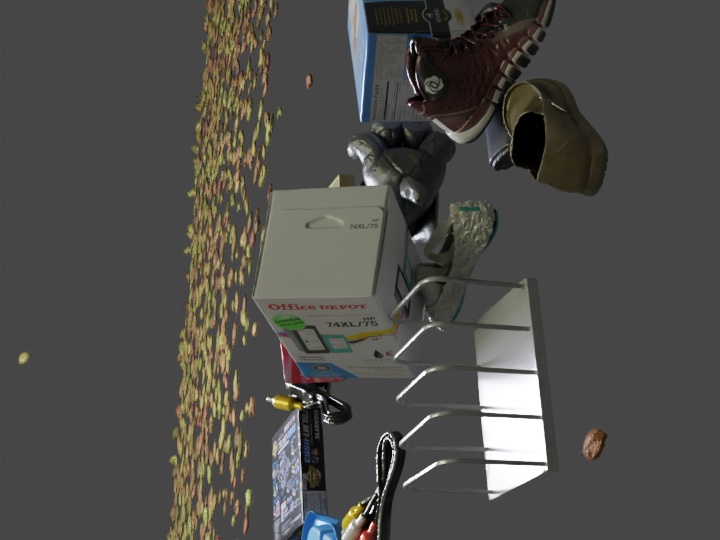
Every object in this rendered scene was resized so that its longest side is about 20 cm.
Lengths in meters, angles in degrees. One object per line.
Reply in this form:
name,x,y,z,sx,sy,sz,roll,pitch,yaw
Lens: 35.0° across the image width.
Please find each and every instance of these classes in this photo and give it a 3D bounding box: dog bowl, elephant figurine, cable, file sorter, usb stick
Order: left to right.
cable,-0.061,0.212,1.804,0.199,0.097,0.051,19,115,52
dog bowl,-0.040,0.422,1.691,0.200,0.049,0.113,174,100,-73
cable,0.018,0.311,1.510,0.097,0.050,0.201,-119,37,-52
elephant figurine,0.050,-0.085,1.455,0.141,0.155,0.201,30,138,23
file sorter,0.109,0.122,1.177,0.139,0.123,0.202,128,142,-61
usb stick,0.152,-0.206,1.271,0.056,0.032,0.202,124,146,-59

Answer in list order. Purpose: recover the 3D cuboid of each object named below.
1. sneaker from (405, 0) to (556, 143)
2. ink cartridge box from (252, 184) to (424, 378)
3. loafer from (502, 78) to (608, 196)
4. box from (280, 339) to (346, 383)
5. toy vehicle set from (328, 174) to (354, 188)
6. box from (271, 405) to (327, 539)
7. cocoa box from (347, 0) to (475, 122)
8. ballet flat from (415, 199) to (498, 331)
sneaker,0.116,-0.240,1.196,0.201,0.115,0.076,-61,21,13
ink cartridge box,-0.018,0.017,1.328,0.200,0.145,0.147,63,-149,-55
loafer,0.177,-0.139,1.119,0.200,0.067,0.077,-118,37,-59
box,-0.061,0.056,1.659,0.100,0.095,0.202,-21,-74,-70
toy vehicle set,-0.039,-0.039,1.843,0.124,0.026,0.202,138,133,-66
box,-0.106,0.350,1.918,0.200,0.049,0.200,126,146,-59
cocoa box,0.057,-0.289,1.373,0.134,0.130,0.201,95,172,-46
ballet flat,0.100,-0.010,1.337,0.201,0.071,0.072,111,156,-43
